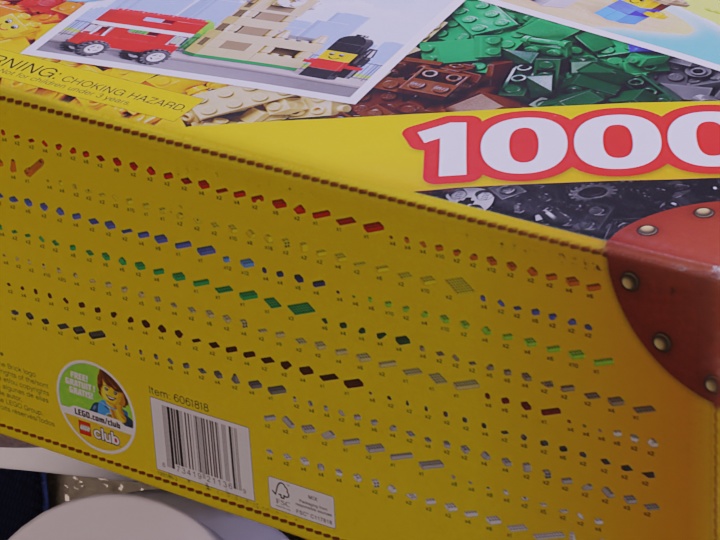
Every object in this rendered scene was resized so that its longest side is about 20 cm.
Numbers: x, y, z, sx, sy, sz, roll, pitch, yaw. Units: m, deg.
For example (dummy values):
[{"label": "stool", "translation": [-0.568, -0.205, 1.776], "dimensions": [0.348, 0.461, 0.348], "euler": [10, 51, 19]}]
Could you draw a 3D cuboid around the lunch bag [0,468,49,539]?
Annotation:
[{"label": "lunch bag", "translation": [-0.204, 0.131, 0.945], "dimensions": [0.132, 0.200, 0.136], "euler": [15, 126, 19]}]

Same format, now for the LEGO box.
[{"label": "LEGO box", "translation": [0.018, -0.019, 0.532], "dimensions": [0.199, 0.149, 0.078], "euler": [15, 123, 31]}]

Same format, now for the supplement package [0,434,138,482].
[{"label": "supplement package", "translation": [-0.117, -0.013, 0.885], "dimensions": [0.199, 0.110, 0.114], "euler": [4, 117, 22]}]

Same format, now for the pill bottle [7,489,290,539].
[{"label": "pill bottle", "translation": [-0.052, 0.132, 0.870], "dimensions": [0.112, 0.200, 0.114], "euler": [-3, 73, 11]}]
